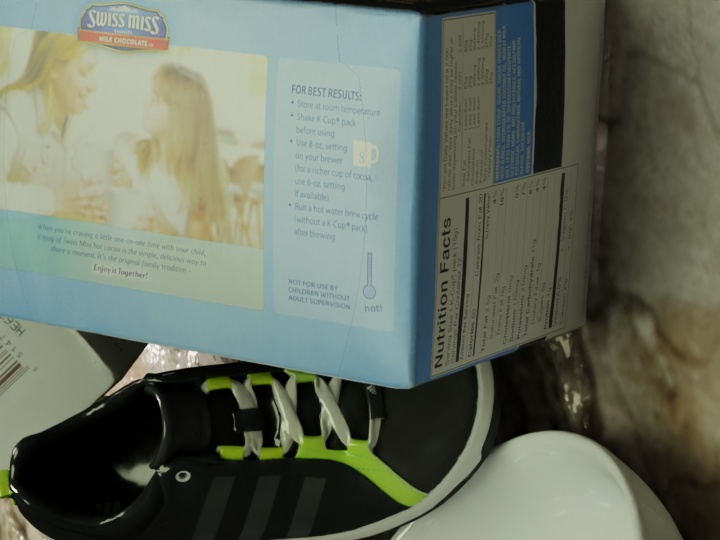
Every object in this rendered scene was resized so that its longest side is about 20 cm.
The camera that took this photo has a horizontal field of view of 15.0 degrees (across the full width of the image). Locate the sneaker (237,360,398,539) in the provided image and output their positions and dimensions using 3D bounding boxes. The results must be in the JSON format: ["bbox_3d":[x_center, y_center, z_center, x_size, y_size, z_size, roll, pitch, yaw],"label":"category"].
[{"bbox_3d":[-0.023,0.118,1.122,0.088,0.075,0.201,-33,66,55],"label":"sneaker"}]

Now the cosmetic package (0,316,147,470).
[{"bbox_3d":[-0.136,0.005,1.148,0.074,0.200,0.102,-41,97,16],"label":"cosmetic package"}]

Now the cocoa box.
[{"bbox_3d":[-0.029,-0.044,0.997,0.199,0.131,0.134,9,104,31],"label":"cocoa box"}]

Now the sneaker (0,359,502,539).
[{"bbox_3d":[-0.045,0.068,1.015,0.199,0.083,0.072,-19,69,15],"label":"sneaker"}]

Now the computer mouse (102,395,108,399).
[{"bbox_3d":[-0.084,0.089,1.186,0.141,0.046,0.200,57,172,32],"label":"computer mouse"}]

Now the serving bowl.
[{"bbox_3d":[0.058,0.161,0.976,0.200,0.066,0.201,-42,32,34],"label":"serving bowl"}]
